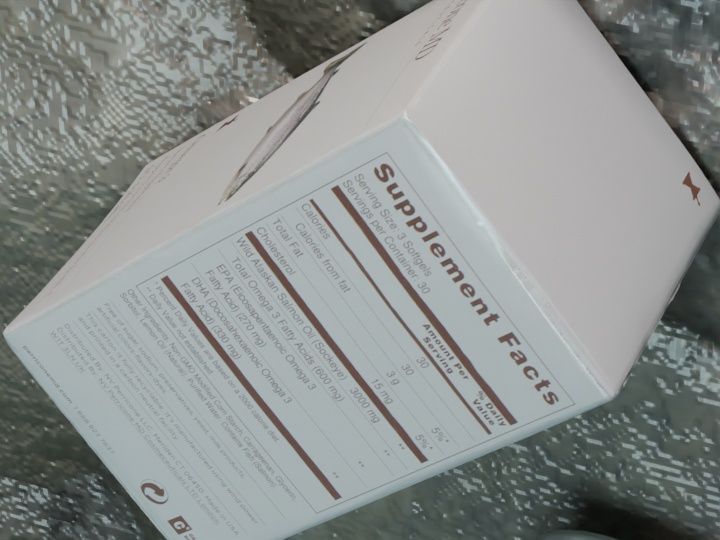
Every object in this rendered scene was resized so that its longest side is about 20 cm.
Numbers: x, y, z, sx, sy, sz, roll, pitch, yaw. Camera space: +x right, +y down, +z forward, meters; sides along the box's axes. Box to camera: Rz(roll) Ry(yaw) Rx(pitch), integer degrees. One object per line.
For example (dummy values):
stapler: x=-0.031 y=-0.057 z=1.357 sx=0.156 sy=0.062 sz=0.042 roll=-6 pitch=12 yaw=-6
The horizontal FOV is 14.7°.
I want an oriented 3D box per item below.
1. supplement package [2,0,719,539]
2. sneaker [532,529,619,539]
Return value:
supplement package: x=0.000 y=0.000 z=0.941 sx=0.200 sy=0.117 sz=0.117 roll=-27 pitch=107 yaw=38
sneaker: x=0.142 y=0.176 z=1.025 sx=0.200 sy=0.074 sz=0.118 roll=22 pitch=136 yaw=11
